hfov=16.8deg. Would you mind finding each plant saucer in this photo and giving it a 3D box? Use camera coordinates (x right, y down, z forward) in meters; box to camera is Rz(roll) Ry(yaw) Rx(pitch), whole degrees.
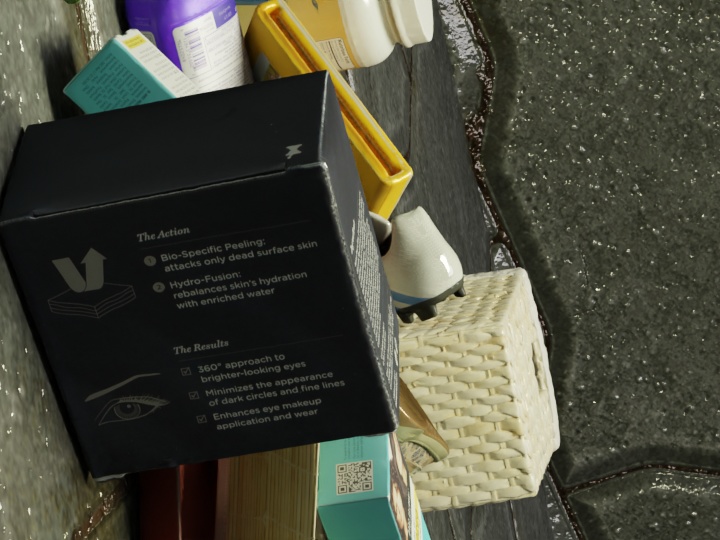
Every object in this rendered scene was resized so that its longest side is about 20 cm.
[{"bbox_3d":[-0.115,0.157,1.689,0.200,0.037,0.200,65,18,-59],"label":"plant saucer"}]

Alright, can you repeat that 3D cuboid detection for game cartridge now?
[{"bbox_3d":[-0.049,-0.082,1.862,0.176,0.032,0.200,53,-33,17],"label":"game cartridge"}]

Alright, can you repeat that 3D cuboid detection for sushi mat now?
[{"bbox_3d":[-0.058,0.164,1.587,0.096,0.012,0.200,13,-78,53],"label":"sushi mat"}]

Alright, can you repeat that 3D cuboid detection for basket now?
[{"bbox_3d":[0.077,0.122,2.408,0.161,0.200,0.198,-56,136,-68],"label":"basket"}]

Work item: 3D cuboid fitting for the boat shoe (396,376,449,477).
[{"bbox_3d":[0.014,0.112,1.741,0.073,0.063,0.200,54,2,17],"label":"boat shoe"}]

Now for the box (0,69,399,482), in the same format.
[{"bbox_3d":[-0.091,0.004,1.483,0.117,0.197,0.200,-86,164,-56],"label":"box"}]

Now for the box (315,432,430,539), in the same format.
[{"bbox_3d":[0.014,0.181,1.652,0.200,0.049,0.082,73,12,-48],"label":"box"}]

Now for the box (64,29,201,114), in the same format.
[{"bbox_3d":[-0.099,-0.069,1.598,0.200,0.049,0.082,44,11,-3],"label":"box"}]

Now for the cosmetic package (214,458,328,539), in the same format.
[{"bbox_3d":[-0.048,0.148,1.728,0.107,0.090,0.200,66,19,-45],"label":"cosmetic package"}]

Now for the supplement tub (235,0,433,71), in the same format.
[{"bbox_3d":[-0.052,-0.223,1.923,0.145,0.200,0.145,-9,90,-81],"label":"supplement tub"}]

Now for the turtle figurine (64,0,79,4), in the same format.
[{"bbox_3d":[-0.176,-0.254,1.605,0.194,0.200,0.144,-47,153,-53],"label":"turtle figurine"}]

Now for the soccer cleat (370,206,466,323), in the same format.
[{"bbox_3d":[0.000,0.000,1.803,0.070,0.200,0.086,-33,100,-38],"label":"soccer cleat"}]

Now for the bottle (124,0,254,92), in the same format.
[{"bbox_3d":[-0.116,-0.126,1.824,0.084,0.065,0.200,-38,124,-41],"label":"bottle"}]
